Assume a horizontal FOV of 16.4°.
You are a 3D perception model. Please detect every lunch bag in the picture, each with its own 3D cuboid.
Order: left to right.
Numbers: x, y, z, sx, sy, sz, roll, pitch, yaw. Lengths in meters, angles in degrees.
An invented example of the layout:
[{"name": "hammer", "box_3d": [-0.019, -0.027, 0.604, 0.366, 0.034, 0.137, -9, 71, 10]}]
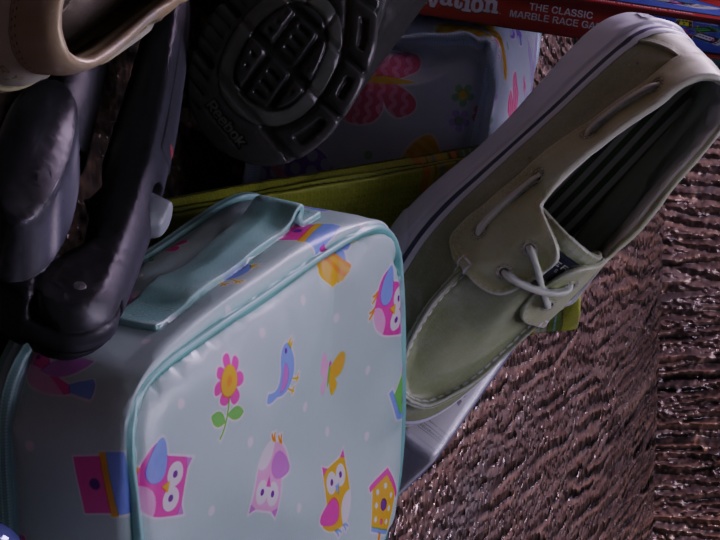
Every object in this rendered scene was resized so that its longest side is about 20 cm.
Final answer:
[{"name": "lunch bag", "box_3d": [-0.055, 0.061, 0.920, 0.200, 0.077, 0.160, -37, 128, -54]}, {"name": "lunch bag", "box_3d": [0.004, -0.028, 1.127, 0.170, 0.127, 0.200, -49, 148, -72]}]

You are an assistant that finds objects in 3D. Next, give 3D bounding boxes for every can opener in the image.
[{"name": "can opener", "box_3d": [-0.089, -0.044, 0.858, 0.200, 0.063, 0.079, -75, -171, -54]}]

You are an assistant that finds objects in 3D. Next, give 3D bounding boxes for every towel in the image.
[{"name": "towel", "box_3d": [0.000, 0.000, 1.017, 0.018, 0.200, 0.086, -143, -134, -62]}]

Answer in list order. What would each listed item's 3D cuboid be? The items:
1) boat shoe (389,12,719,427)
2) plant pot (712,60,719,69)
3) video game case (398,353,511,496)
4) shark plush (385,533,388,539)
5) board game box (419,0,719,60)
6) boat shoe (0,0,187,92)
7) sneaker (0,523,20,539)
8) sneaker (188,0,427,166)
[{"name": "boat shoe", "box_3d": [0.067, -0.017, 0.995, 0.200, 0.072, 0.062, -53, -150, 4]}, {"name": "plant pot", "box_3d": [0.135, -0.209, 1.166, 0.196, 0.200, 0.200, 21, 71, -55]}, {"name": "video game case", "box_3d": [0.043, 0.053, 1.208, 0.182, 0.023, 0.200, -53, 180, -29]}, {"name": "shark plush", "box_3d": [0.002, 0.174, 1.057, 0.083, 0.091, 0.200, -35, 109, -53]}, {"name": "board game box", "box_3d": [0.084, -0.117, 1.077, 0.103, 0.200, 0.019, -94, -168, -77]}, {"name": "boat shoe", "box_3d": [-0.062, -0.124, 0.829, 0.200, 0.065, 0.072, -49, 129, -39]}, {"name": "sneaker", "box_3d": [-0.102, 0.175, 0.792, 0.075, 0.088, 0.200, -22, 112, -74]}, {"name": "sneaker", "box_3d": [0.003, -0.125, 0.945, 0.200, 0.076, 0.091, -51, 180, -4]}]
